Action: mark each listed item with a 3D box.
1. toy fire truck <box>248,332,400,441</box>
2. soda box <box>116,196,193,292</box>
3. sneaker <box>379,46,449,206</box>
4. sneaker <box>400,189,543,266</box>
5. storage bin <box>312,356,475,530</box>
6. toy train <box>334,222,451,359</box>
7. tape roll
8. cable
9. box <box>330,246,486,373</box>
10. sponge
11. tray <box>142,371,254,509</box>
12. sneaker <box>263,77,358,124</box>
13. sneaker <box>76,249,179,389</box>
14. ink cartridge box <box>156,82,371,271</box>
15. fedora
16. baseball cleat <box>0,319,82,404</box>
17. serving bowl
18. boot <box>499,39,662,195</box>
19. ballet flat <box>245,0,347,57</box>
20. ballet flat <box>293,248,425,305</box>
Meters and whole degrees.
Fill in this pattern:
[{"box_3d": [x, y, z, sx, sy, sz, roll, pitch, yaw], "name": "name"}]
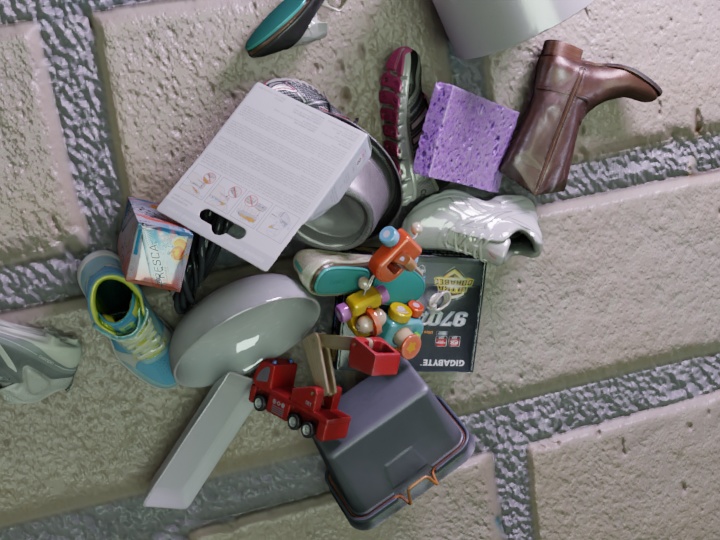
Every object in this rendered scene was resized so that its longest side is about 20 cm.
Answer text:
[{"box_3d": [-0.050, 0.130, 1.311, 0.048, 0.199, 0.143, 2, 105, -48], "name": "toy fire truck"}, {"box_3d": [-0.240, -0.034, 1.226, 0.063, 0.200, 0.069, 12, 98, -18], "name": "soda box"}, {"box_3d": [0.077, -0.186, 1.360, 0.086, 0.074, 0.203, -10, 109, -16], "name": "sneaker"}, {"box_3d": [0.152, -0.049, 1.389, 0.197, 0.100, 0.079, -5, 133, -15], "name": "sneaker"}, {"box_3d": [0.033, 0.219, 1.377, 0.199, 0.146, 0.135, -35, 130, -5], "name": "storage bin"}, {"box_3d": [0.054, 0.038, 1.314, 0.150, 0.056, 0.200, -42, 141, -1], "name": "toy train"}, {"box_3d": [0.178, -0.363, 1.282, 0.201, 0.203, 0.140, -31, 109, -8], "name": "tape roll"}, {"box_3d": [-0.179, -0.048, 1.261, 0.050, 0.163, 0.202, 29, 97, -8], "name": "cable"}, {"box_3d": [0.062, 0.053, 1.421, 0.197, 0.046, 0.161, 3, 101, -18], "name": "box"}, {"box_3d": [0.136, -0.164, 1.342, 0.199, 0.030, 0.113, 3, 104, -59], "name": "sponge"}, {"box_3d": [-0.203, 0.216, 1.367, 0.201, 0.022, 0.107, -57, 152, 1], "name": "tray"}, {"box_3d": [-0.040, -0.174, 1.324, 0.198, 0.075, 0.081, 28, 93, -20], "name": "sneaker"}, {"box_3d": [-0.271, 0.077, 1.279, 0.079, 0.130, 0.201, -35, 111, -7], "name": "sneaker"}, {"box_3d": [-0.106, -0.102, 1.198, 0.161, 0.057, 0.201, 27, 73, 21], "name": "ink cartridge box"}, {"box_3d": [-0.049, -0.093, 1.284, 0.198, 0.091, 0.178, 29, 126, -6], "name": "fedora"}, {"box_3d": [-0.436, 0.102, 1.266, 0.198, 0.070, 0.108, 17, 96, -19], "name": "baseball cleat"}, {"box_3d": [-0.150, 0.063, 1.305, 0.198, 0.201, 0.066, -26, 68, -10], "name": "serving bowl"}, {"box_3d": [0.292, -0.182, 1.417, 0.184, 0.064, 0.203, 18, 87, -7], "name": "boot"}, {"box_3d": [-0.056, -0.324, 1.292, 0.068, 0.068, 0.201, 38, 90, -29], "name": "ballet flat"}, {"box_3d": [0.000, 0.000, 1.328, 0.198, 0.062, 0.068, 10, 114, -44], "name": "ballet flat"}]
